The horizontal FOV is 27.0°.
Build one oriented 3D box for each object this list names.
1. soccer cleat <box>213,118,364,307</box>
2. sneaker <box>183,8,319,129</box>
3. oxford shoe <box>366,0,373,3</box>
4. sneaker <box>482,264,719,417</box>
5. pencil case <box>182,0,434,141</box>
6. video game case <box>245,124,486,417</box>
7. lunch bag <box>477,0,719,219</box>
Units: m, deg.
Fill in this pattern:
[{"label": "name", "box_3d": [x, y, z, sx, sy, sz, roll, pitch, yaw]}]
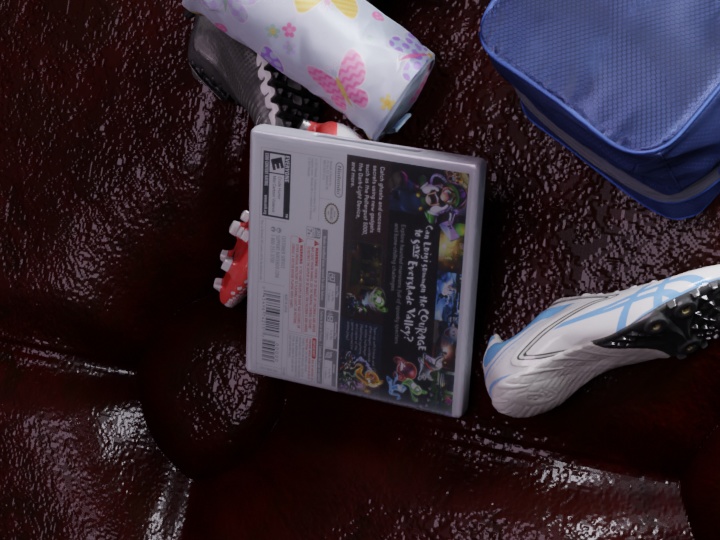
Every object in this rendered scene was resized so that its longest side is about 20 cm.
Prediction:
[{"label": "soccer cleat", "box_3d": [-0.049, -0.034, 1.196, 0.200, 0.085, 0.069, -54, 18, 33]}, {"label": "sneaker", "box_3d": [-0.095, -0.165, 1.243, 0.090, 0.066, 0.200, -32, 65, 28]}, {"label": "oxford shoe", "box_3d": [0.048, -0.247, 1.159, 0.200, 0.072, 0.071, -32, 42, 46]}, {"label": "sneaker", "box_3d": [0.173, 0.037, 1.048, 0.200, 0.072, 0.073, -25, 51, 21]}, {"label": "pencil case", "box_3d": [-0.040, -0.183, 1.154, 0.200, 0.083, 0.091, 35, 138, 3]}, {"label": "video game case", "box_3d": [0.000, 0.000, 1.125, 0.182, 0.023, 0.200, 11, 111, 21]}, {"label": "lunch bag", "box_3d": [0.194, -0.133, 1.018, 0.136, 0.132, 0.200, -47, 60, 1]}]
